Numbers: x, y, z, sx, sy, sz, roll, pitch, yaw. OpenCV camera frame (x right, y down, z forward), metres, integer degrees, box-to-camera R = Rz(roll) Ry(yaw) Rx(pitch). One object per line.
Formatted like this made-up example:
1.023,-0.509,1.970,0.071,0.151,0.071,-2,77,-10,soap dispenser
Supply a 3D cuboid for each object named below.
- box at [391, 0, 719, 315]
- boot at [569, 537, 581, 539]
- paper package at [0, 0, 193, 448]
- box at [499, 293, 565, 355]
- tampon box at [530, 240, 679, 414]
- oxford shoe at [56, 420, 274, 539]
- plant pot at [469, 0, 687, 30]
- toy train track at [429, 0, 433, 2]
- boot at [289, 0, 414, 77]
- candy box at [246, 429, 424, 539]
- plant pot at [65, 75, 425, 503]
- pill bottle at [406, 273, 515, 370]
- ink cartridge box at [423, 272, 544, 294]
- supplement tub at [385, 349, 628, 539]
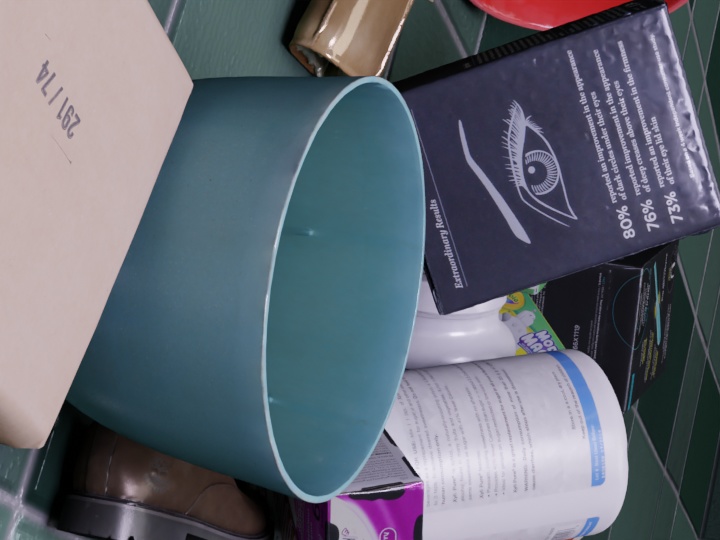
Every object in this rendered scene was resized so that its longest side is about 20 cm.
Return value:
0.120,-0.077,1.113,0.104,0.198,0.150,-78,151,-78,box
0.114,0.227,1.398,0.106,0.200,0.076,18,40,-35,boot
-0.165,-0.060,0.656,0.201,0.102,0.192,64,39,-57,paper package
0.145,0.090,1.464,0.201,0.048,0.118,-122,-165,-45,box
0.238,0.043,1.725,0.200,0.125,0.152,-24,121,-67,tampon box
-0.095,0.117,0.956,0.200,0.072,0.086,37,59,-68,oxford shoe
0.176,-0.313,1.359,0.200,0.198,0.180,48,42,-64,plant pot
0.032,-0.261,1.204,0.199,0.032,0.116,12,94,-64,toy train track
0.031,-0.207,1.138,0.202,0.066,0.175,-66,153,-6,boot
-0.021,0.148,1.026,0.200,0.060,0.138,-131,-141,-65,candy box
-0.075,-0.001,0.831,0.200,0.159,0.203,8,90,-69,plant pot
0.059,0.093,1.288,0.116,0.114,0.203,-33,129,-63,pill bottle
0.100,-0.064,1.293,0.200,0.145,0.084,-40,136,-59,ink cartridge box
0.071,0.129,1.168,0.132,0.198,0.134,175,-90,-72,supplement tub
